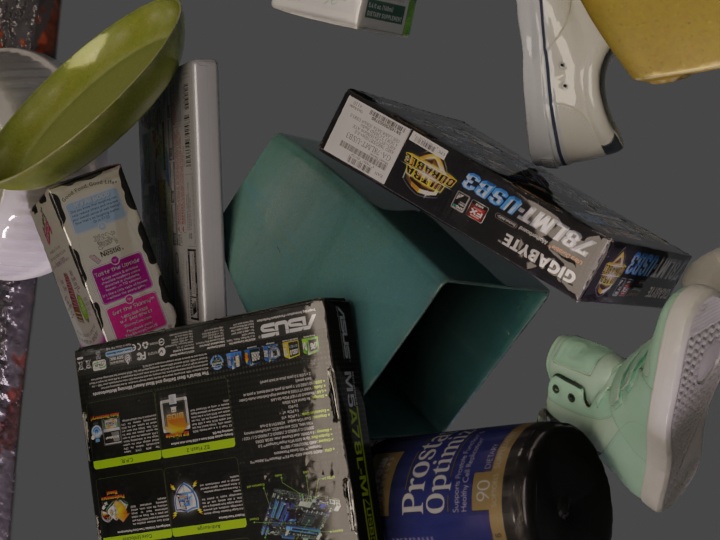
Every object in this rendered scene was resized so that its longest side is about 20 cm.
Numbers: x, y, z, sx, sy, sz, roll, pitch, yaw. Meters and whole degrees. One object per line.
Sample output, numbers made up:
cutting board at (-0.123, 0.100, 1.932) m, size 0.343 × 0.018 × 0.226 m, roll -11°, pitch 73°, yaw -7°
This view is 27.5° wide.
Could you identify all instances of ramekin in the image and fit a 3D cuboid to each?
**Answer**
ramekin at (-0.323, -0.089, 1.244) m, size 0.199 × 0.105 × 0.202 m, roll 2°, pitch 94°, yaw 29°

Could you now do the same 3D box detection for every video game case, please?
video game case at (-0.138, -0.052, 1.130) m, size 0.182 × 0.022 × 0.202 m, roll -176°, pitch 83°, yaw -69°

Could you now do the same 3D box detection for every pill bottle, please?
pill bottle at (0.059, 0.165, 0.989) m, size 0.199 × 0.111 × 0.113 m, roll -12°, pitch 87°, yaw 39°

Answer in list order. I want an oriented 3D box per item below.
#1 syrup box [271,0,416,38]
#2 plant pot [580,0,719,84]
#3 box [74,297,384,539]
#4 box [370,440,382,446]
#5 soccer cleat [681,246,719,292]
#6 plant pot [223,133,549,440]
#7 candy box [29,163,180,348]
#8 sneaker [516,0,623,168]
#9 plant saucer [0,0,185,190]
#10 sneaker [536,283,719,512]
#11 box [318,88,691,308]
syrup box at (0.005, -0.278, 1.064) m, size 0.081 × 0.079 × 0.202 m, roll 18°, pitch 101°, yaw 27°
plant pot at (0.213, -0.219, 0.883) m, size 0.193 × 0.195 × 0.202 m, roll -7°, pitch 97°, yaw 19°
box at (-0.088, 0.130, 0.976) m, size 0.199 × 0.047 × 0.195 m, roll -13°, pitch 84°, yaw 24°
box at (-0.006, 0.106, 1.115) m, size 0.200 × 0.041 × 0.039 m, roll 47°, pitch 113°, yaw 18°
soccer cleat at (0.285, 0.065, 0.937) m, size 0.077 × 0.069 × 0.200 m, roll -40°, pitch 76°, yaw 7°
plant pot at (0.000, 0.000, 1.056) m, size 0.200 × 0.141 × 0.142 m, roll 48°, pitch 114°, yaw 29°
candy box at (-0.186, 0.029, 1.132) m, size 0.201 × 0.061 × 0.136 m, roll 69°, pitch 161°, yaw -3°
sneaker at (0.145, -0.173, 1.007) m, size 0.070 × 0.073 × 0.202 m, roll -4°, pitch 97°, yaw 13°
plant saucer at (-0.201, -0.126, 1.100) m, size 0.199 × 0.201 × 0.031 m, roll -28°, pitch 118°, yaw 28°
sneaker at (0.168, 0.065, 0.954) m, size 0.118 × 0.074 × 0.201 m, roll 34°, pitch 146°, yaw 28°
box at (0.100, -0.044, 0.956) m, size 0.198 × 0.200 × 0.050 m, roll 34°, pitch 103°, yaw 23°
